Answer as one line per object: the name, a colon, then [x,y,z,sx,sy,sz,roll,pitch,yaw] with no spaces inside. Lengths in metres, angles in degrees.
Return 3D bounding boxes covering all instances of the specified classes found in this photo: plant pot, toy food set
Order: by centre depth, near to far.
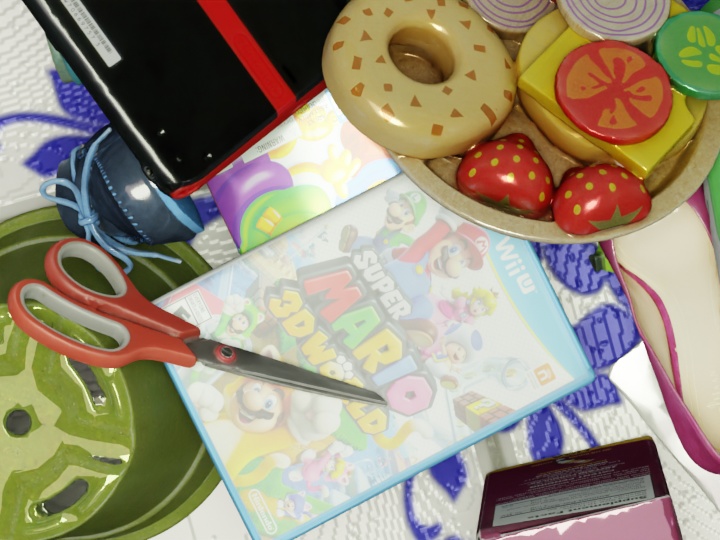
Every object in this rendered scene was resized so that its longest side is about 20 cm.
toy food set: [0.094,-0.104,1.309,0.200,0.049,0.198,36,60,14]
plant pot: [-0.166,0.071,1.375,0.198,0.190,0.202,0,95,3]

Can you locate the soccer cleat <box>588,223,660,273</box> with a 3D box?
soccer cleat: [0.142,-0.093,1.408,0.081,0.067,0.201,-19,92,-14]

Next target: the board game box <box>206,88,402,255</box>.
board game box: [0.000,0.000,1.399,0.104,0.103,0.201,-26,92,5]

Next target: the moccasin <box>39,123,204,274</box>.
moccasin: [-0.126,-0.035,1.356,0.068,0.200,0.081,-29,96,-3]

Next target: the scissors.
scissors: [-0.082,0.045,1.289,0.199,0.073,0.014,28,131,-7]

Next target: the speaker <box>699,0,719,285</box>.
speaker: [0.220,-0.055,1.336,0.088,0.089,0.201,-7,50,5]

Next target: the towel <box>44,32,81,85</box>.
towel: [-0.088,-0.193,1.366,0.199,0.022,0.148,-16,100,9]

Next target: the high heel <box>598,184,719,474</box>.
high heel: [0.162,0.009,1.328,0.067,0.096,0.201,-15,89,7]

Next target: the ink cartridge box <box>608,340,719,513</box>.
ink cartridge box: [0.244,0.037,1.402,0.200,0.068,0.115,-41,89,7]

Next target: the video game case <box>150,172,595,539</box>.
video game case: [0.004,0.038,1.332,0.199,0.018,0.144,-27,92,-6]

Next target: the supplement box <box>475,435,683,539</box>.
supplement box: [0.126,0.172,1.357,0.102,0.200,0.132,-13,95,5]

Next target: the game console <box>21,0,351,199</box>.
game console: [-0.095,-0.158,1.291,0.177,0.031,0.200,-40,96,-32]
